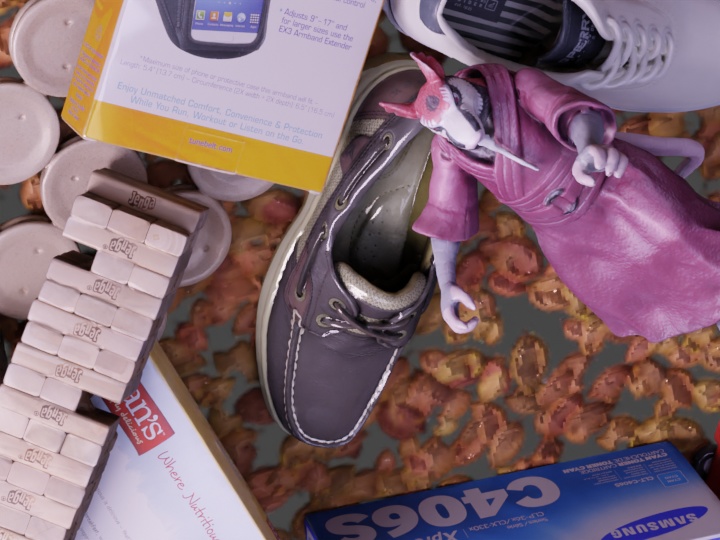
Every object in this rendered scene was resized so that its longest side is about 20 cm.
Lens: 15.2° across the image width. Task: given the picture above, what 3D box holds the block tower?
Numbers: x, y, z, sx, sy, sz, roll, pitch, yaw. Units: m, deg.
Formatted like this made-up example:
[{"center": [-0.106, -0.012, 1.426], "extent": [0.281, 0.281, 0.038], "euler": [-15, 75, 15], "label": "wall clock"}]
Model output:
[{"center": [-0.131, 0.056, 1.201], "extent": [0.058, 0.054, 0.200], "euler": [21, 95, 2], "label": "block tower"}]

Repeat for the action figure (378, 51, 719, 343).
[{"center": [0.094, -0.049, 1.197], "extent": [0.200, 0.149, 0.134], "euler": [36, 134, -29], "label": "action figure"}]

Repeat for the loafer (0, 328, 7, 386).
[{"center": [-0.249, 0.081, 1.219], "extent": [0.200, 0.063, 0.072], "euler": [-33, 121, 0], "label": "loafer"}]

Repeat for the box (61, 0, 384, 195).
[{"center": [-0.044, -0.142, 1.173], "extent": [0.119, 0.041, 0.200], "euler": [13, 100, -27], "label": "box"}]

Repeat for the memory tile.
[{"center": [-0.108, -0.060, 1.222], "extent": [0.153, 0.017, 0.200], "euler": [30, 103, -29], "label": "memory tile"}]

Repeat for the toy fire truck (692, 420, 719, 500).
[{"center": [0.239, 0.134, 1.417], "extent": [0.141, 0.049, 0.200], "euler": [9, 113, -22], "label": "toy fire truck"}]

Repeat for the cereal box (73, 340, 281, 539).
[{"center": [-0.146, 0.139, 1.259], "extent": [0.200, 0.040, 0.144], "euler": [-30, 98, 5], "label": "cereal box"}]

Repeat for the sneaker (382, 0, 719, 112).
[{"center": [0.105, -0.105, 1.237], "extent": [0.200, 0.071, 0.073], "euler": [7, 113, -21], "label": "sneaker"}]

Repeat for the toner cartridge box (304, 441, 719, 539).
[{"center": [0.080, 0.142, 1.342], "extent": [0.200, 0.095, 0.043], "euler": [-11, 119, -14], "label": "toner cartridge box"}]

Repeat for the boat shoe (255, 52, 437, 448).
[{"center": [0.001, 0.000, 1.259], "extent": [0.072, 0.066, 0.201], "euler": [8, 112, -21], "label": "boat shoe"}]
